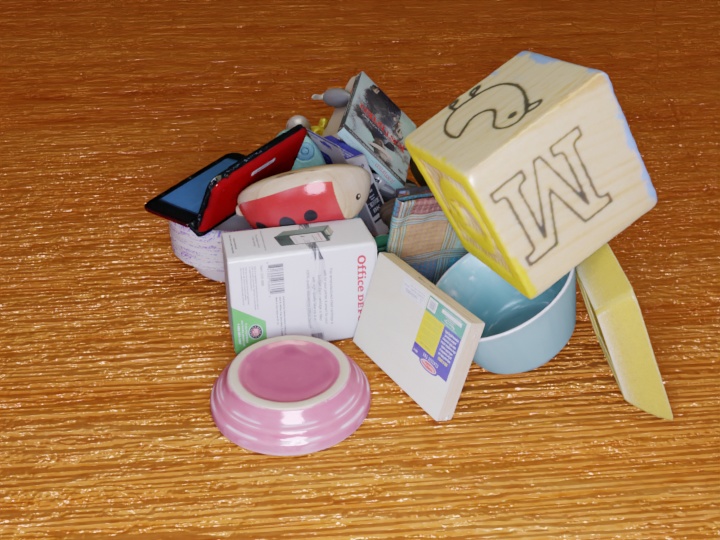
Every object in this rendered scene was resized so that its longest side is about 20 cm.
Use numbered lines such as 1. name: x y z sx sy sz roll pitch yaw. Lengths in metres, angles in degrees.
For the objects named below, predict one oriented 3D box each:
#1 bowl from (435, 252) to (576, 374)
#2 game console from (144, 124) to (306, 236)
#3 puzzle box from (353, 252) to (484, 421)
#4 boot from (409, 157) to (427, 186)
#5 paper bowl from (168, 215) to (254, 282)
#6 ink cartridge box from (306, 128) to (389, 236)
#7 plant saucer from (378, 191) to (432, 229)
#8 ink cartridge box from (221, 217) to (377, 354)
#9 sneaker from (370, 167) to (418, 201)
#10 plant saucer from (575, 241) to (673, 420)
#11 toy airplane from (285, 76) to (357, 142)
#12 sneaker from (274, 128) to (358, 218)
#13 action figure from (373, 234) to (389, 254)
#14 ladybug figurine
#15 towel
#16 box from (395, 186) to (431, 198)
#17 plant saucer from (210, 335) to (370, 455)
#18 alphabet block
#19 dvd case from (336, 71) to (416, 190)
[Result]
1. bowl: 0.196 0.055 1.143 0.199 0.106 0.202 -25 29 15
2. game console: -0.198 -0.150 1.305 0.119 0.173 0.200 42 51 9
3. puzzle box: 0.067 0.079 1.117 0.025 0.134 0.200 3 24 -36
4. boot: 0.198 -0.170 1.529 0.199 0.073 0.154 32 46 30
5. paper bowl: -0.193 -0.057 1.377 0.198 0.105 0.201 -1 30 1
6. ink cartridge box: -0.015 -0.148 1.441 0.039 0.201 0.099 -39 44 -14
7. plant saucer: 0.125 -0.073 1.323 0.197 0.030 0.200 3 -13 1
8. ink cartridge box: -0.081 0.020 1.206 0.197 0.148 0.084 -7 29 -12
9. sneaker: 0.041 -0.143 1.576 0.115 0.076 0.200 25 4 -17
10. plant saucer: 0.315 0.061 1.107 0.048 0.201 0.201 -21 28 10
11. toy airplane: -0.066 -0.225 1.567 0.140 0.199 0.201 28 39 -17
12. sneaker: -0.075 -0.127 1.448 0.079 0.131 0.201 -31 80 -7
13. action figure: 0.000 0.000 1.302 0.198 0.119 0.055 -13 43 -5
14. ladybug figurine: -0.079 -0.094 1.243 0.198 0.073 0.136 -12 -11 14
15. towel: 0.101 -0.032 1.248 0.145 0.201 0.022 -10 50 -17
16. box: 0.168 -0.107 1.370 0.198 0.038 0.136 -3 -4 20
17. plant saucer: -0.086 0.142 1.092 0.198 0.051 0.201 -1 30 1
18. alphabet block: 0.205 -0.122 1.090 0.199 0.197 0.195 -37 27 -5
19. dvd case: 0.032 -0.237 1.503 0.022 0.146 0.201 -34 25 33
